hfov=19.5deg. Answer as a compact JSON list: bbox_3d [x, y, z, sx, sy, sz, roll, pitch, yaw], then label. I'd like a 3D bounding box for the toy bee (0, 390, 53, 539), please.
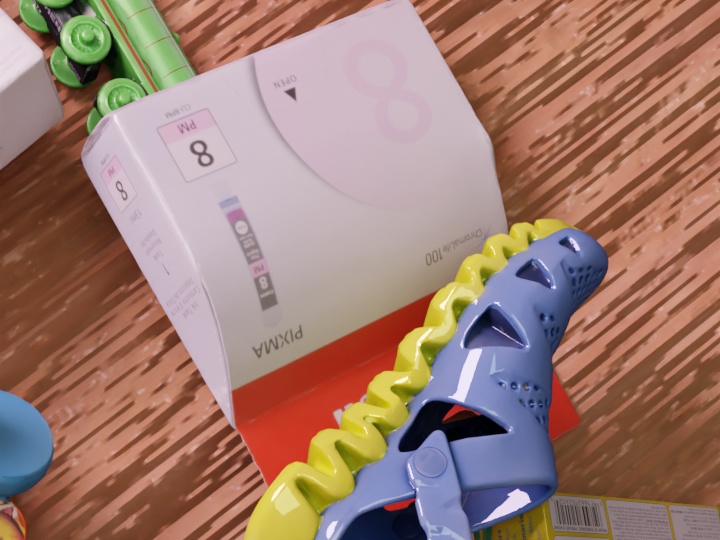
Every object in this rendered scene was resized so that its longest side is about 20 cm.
[{"bbox_3d":[-0.165,0.090,0.815,0.199,0.132,0.108,26,29,29],"label":"toy bee"}]

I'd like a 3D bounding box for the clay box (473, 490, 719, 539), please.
[{"bbox_3d":[0.111,0.194,0.843,0.114,0.047,0.201,10,66,-40],"label":"clay box"}]

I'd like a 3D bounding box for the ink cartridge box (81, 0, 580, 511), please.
[{"bbox_3d":[0.000,0.000,0.880,0.162,0.057,0.201,-25,78,-34],"label":"ink cartridge box"}]

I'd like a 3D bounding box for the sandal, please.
[{"bbox_3d":[0.043,0.065,0.824,0.087,0.080,0.200,32,66,16],"label":"sandal"}]

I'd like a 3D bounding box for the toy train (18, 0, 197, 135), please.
[{"bbox_3d":[-0.082,-0.058,0.911,0.056,0.042,0.201,-28,84,-23],"label":"toy train"}]

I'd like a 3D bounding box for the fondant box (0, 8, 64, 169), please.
[{"bbox_3d":[-0.241,-0.095,0.864,0.144,0.058,0.200,-42,72,-14],"label":"fondant box"}]
